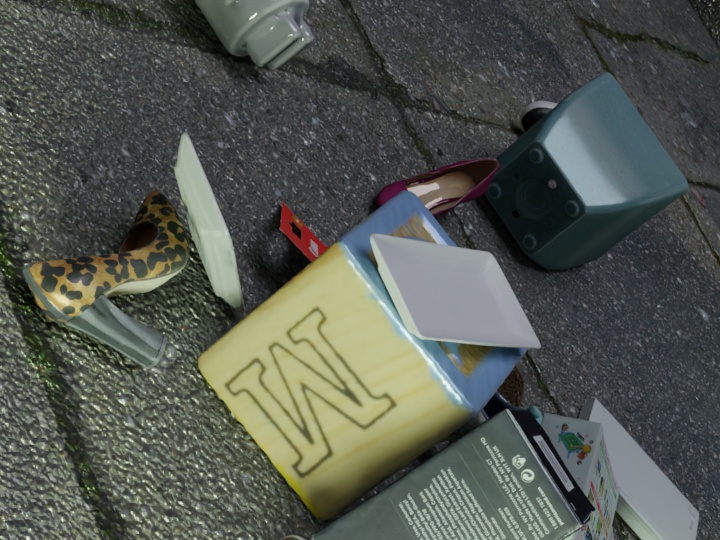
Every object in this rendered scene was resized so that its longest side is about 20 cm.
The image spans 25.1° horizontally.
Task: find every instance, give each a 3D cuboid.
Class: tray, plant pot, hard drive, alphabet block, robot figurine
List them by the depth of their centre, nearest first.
[{"bbox_3d":[0.081,0.025,1.431,0.199,0.022,0.108,8,51,-53],"label":"tray"},{"bbox_3d":[-0.140,-0.037,1.476,0.200,0.022,0.108,90,-22,-69],"label":"tray"},{"bbox_3d":[0.006,0.076,1.497,0.197,0.200,0.195,52,27,1],"label":"alphabet block"},{"bbox_3d":[-0.136,-0.327,1.848,0.201,0.113,0.169,57,13,11],"label":"robot figurine"},{"bbox_3d":[0.332,0.260,1.952,0.200,0.026,0.132,47,28,-7],"label":"hard drive"},{"bbox_3d":[0.275,-0.114,2.145,0.197,0.196,0.199,55,38,7],"label":"plant pot"}]

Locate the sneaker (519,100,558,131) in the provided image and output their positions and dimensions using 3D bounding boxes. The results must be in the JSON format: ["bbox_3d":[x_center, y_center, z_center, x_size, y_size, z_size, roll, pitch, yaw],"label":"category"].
[{"bbox_3d":[0.316,-0.160,2.368,0.200,0.073,0.112,36,30,-30],"label":"sneaker"}]

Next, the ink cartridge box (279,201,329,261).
[{"bbox_3d":[0.000,0.000,1.684,0.200,0.050,0.161,48,6,-10],"label":"ink cartridge box"}]

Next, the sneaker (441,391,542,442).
[{"bbox_3d":[0.096,0.131,1.631,0.199,0.087,0.078,24,38,6],"label":"sneaker"}]

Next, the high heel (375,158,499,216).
[{"bbox_3d":[0.092,-0.102,1.941,0.068,0.096,0.200,55,28,7],"label":"high heel"}]

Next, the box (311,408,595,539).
[{"bbox_3d":[0.085,0.218,1.389,0.118,0.199,0.197,57,6,11],"label":"box"}]

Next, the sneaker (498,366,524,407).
[{"bbox_3d":[0.107,0.084,1.699,0.067,0.089,0.201,-61,147,-29],"label":"sneaker"}]

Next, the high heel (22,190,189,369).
[{"bbox_3d":[-0.223,-0.025,1.410,0.142,0.071,0.201,35,37,-31],"label":"high heel"}]

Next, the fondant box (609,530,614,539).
[{"bbox_3d":[0.185,0.251,1.709,0.199,0.058,0.145,35,32,-26],"label":"fondant box"}]

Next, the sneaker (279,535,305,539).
[{"bbox_3d":[-0.030,0.317,1.318,0.085,0.072,0.201,47,20,-57],"label":"sneaker"}]

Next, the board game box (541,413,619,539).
[{"bbox_3d":[0.192,0.263,1.554,0.148,0.064,0.201,66,38,-53],"label":"board game box"}]
